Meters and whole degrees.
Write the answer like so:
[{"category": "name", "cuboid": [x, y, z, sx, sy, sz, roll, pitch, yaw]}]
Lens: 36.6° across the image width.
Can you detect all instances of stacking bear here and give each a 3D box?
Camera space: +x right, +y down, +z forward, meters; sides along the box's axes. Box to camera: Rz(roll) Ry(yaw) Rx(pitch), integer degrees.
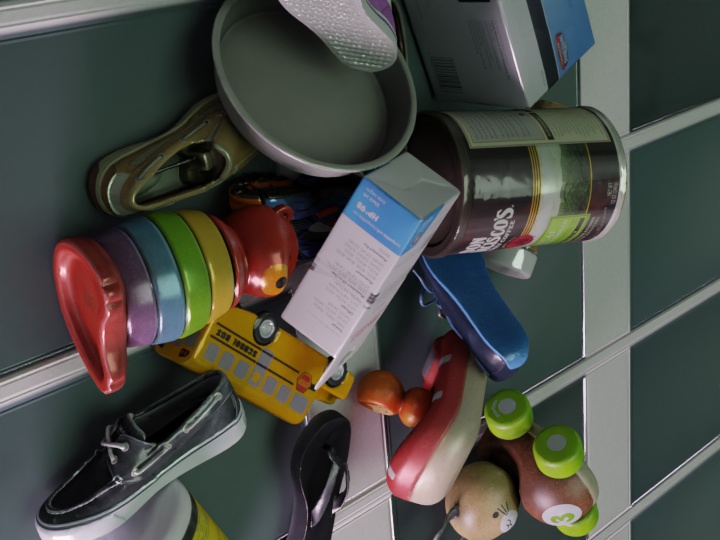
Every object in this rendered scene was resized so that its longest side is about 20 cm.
[{"category": "stacking bear", "cuboid": [-0.140, 0.000, 0.903, 0.198, 0.114, 0.122, -18, 134, -31]}]

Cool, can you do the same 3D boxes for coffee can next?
[{"category": "coffee can", "cuboid": [0.153, -0.095, 1.130, 0.198, 0.146, 0.148, -6, 106, -25]}]

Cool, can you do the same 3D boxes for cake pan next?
[{"category": "cake pan", "cuboid": [-0.044, -0.167, 0.960, 0.198, 0.037, 0.202, 15, 58, -24]}]

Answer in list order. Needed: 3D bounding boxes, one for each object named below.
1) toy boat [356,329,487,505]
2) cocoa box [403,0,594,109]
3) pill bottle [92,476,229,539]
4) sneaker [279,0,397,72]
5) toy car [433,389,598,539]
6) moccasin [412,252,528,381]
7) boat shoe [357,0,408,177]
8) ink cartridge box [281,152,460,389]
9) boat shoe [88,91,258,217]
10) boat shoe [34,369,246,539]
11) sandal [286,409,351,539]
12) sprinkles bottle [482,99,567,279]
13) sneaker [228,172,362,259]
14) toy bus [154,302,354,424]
[{"category": "toy boat", "cuboid": [0.058, 0.147, 1.162, 0.201, 0.129, 0.131, -73, -179, -49]}, {"category": "cocoa box", "cuboid": [0.134, -0.288, 1.108, 0.131, 0.133, 0.201, -44, 127, -29]}, {"category": "pill bottle", "cuboid": [-0.159, 0.283, 0.976, 0.114, 0.114, 0.201, -49, 130, -25]}, {"category": "sneaker", "cuboid": [-0.025, -0.262, 0.903, 0.201, 0.072, 0.116, 48, 39, -63]}, {"category": "toy car", "cuboid": [0.164, 0.275, 1.277, 0.200, 0.157, 0.165, -41, 137, -17]}, {"category": "moccasin", "cuboid": [0.102, 0.031, 1.151, 0.080, 0.201, 0.068, -11, 147, -22]}, {"category": "boat shoe", "cuboid": [0.019, -0.174, 1.075, 0.072, 0.060, 0.204, -28, 119, -37]}, {"category": "ink cartridge box", "cuboid": [0.000, 0.000, 0.995, 0.201, 0.066, 0.116, -58, 171, 26]}, {"category": "boat shoe", "cuboid": [-0.132, -0.097, 0.931, 0.200, 0.076, 0.072, -39, 124, -33]}, {"category": "boat shoe", "cuboid": [-0.190, 0.153, 0.919, 0.199, 0.072, 0.068, -30, 128, -16]}, {"category": "sandal", "cuboid": [-0.035, 0.230, 1.109, 0.076, 0.043, 0.202, -22, 127, -46]}, {"category": "sprinkles bottle", "cuboid": [0.196, -0.095, 1.269, 0.068, 0.068, 0.202, 24, 83, -45]}, {"category": "sneaker", "cuboid": [-0.046, -0.052, 1.045, 0.198, 0.075, 0.079, -7, 118, -38]}, {"category": "toy bus", "cuboid": [-0.094, 0.085, 1.025, 0.200, 0.065, 0.079, 37, 75, -44]}]
